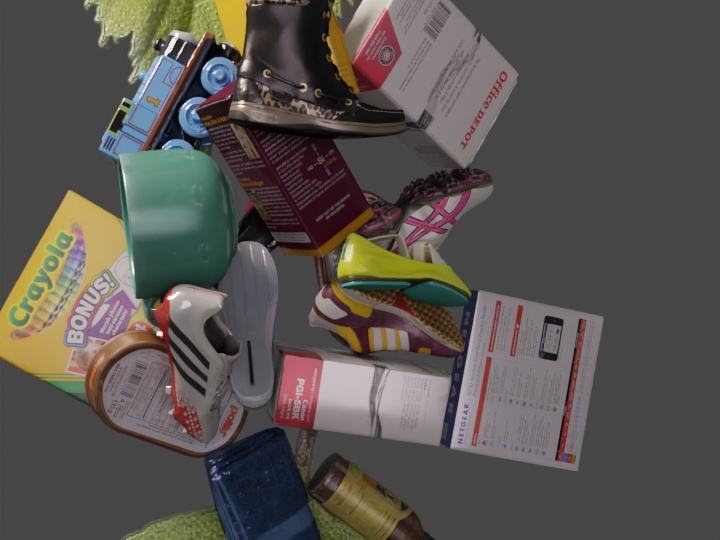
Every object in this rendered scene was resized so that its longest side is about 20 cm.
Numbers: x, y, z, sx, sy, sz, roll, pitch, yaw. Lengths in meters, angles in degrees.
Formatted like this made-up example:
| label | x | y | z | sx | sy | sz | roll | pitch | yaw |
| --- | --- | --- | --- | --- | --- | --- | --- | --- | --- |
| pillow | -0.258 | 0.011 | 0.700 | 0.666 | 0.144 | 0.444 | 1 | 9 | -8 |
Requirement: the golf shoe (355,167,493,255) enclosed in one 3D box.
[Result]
| label | x | y | z | sx | sy | sz | roll | pitch | yaw |
| --- | --- | --- | --- | --- | --- | --- | --- | --- | --- |
| golf shoe | 0.075 | -0.058 | 1.114 | 0.197 | 0.073 | 0.093 | -25 | 115 | -9 |

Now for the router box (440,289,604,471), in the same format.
| label | x | y | z | sx | sy | sz | roll | pitch | yaw |
| --- | --- | --- | --- | --- | --- | --- | --- | --- | --- |
| router box | 0.207 | 0.139 | 1.179 | 0.176 | 0.049 | 0.204 | 12 | 87 | -11 |

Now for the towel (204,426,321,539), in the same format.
| label | x | y | z | sx | sy | sz | roll | pitch | yaw |
| --- | --- | --- | --- | --- | --- | --- | --- | --- | --- |
| towel | -0.108 | 0.295 | 1.087 | 0.110 | 0.048 | 0.204 | -23 | 106 | -26 |

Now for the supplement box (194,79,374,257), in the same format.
| label | x | y | z | sx | sy | sz | roll | pitch | yaw |
| --- | --- | --- | --- | --- | --- | --- | --- | --- | --- |
| supplement box | -0.085 | -0.122 | 1.028 | 0.085 | 0.110 | 0.202 | -38 | 109 | -22 |

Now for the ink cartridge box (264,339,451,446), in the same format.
| label | x | y | z | sx | sy | sz | roll | pitch | yaw |
| --- | --- | --- | --- | --- | --- | --- | --- | --- | --- |
| ink cartridge box | -0.009 | 0.142 | 1.084 | 0.196 | 0.147 | 0.085 | 10 | 89 | -11 |

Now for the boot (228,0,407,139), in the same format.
| label | x | y | z | sx | sy | sz | roll | pitch | yaw |
| --- | --- | --- | --- | --- | --- | --- | --- | --- | --- |
| boot | -0.038 | -0.215 | 0.949 | 0.196 | 0.073 | 0.154 | 2 | 93 | -23 |

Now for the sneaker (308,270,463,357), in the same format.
| label | x | y | z | sx | sy | sz | roll | pitch | yaw |
| --- | --- | --- | --- | --- | --- | --- | --- | --- | --- |
| sneaker | 0.032 | 0.066 | 1.103 | 0.198 | 0.076 | 0.090 | 28 | 121 | -24 |

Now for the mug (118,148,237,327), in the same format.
| label | x | y | z | sx | sy | sz | roll | pitch | yaw |
| --- | --- | --- | --- | --- | --- | --- | --- | --- | --- |
| mug | -0.197 | -0.044 | 1.001 | 0.112 | 0.186 | 0.154 | -8 | 63 | -16 |

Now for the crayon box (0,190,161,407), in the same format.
| label | x | y | z | sx | sy | sz | roll | pitch | yaw |
| --- | --- | --- | --- | --- | --- | --- | --- | --- | --- |
| crayon box | -0.308 | 0.040 | 1.067 | 0.171 | 0.058 | 0.202 | 29 | 84 | -10 |

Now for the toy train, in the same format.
| label | x | y | z | sx | sy | sz | roll | pitch | yaw |
| --- | --- | --- | --- | --- | --- | --- | --- | --- | --- |
| toy train | -0.217 | -0.189 | 1.077 | 0.113 | 0.087 | 0.203 | 27 | 84 | -4 |

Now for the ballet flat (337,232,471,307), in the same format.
| label | x | y | z | sx | sy | sz | roll | pitch | yaw |
| --- | --- | --- | --- | --- | --- | --- | --- | --- | --- |
| ballet flat | 0.055 | -0.004 | 1.049 | 0.198 | 0.066 | 0.068 | 11 | 72 | -40 |

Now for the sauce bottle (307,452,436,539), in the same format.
| label | x | y | z | sx | sy | sz | roll | pitch | yaw |
| --- | --- | --- | --- | --- | --- | --- | --- | --- | --- |
| sauce bottle | 0.027 | 0.306 | 1.133 | 0.199 | 0.065 | 0.065 | 39 | 82 | -11 |

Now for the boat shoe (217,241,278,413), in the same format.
| label | x | y | z | sx | sy | sz | roll | pitch | yaw |
| --- | --- | --- | --- | --- | --- | --- | --- | --- | --- |
| boat shoe | -0.131 | 0.065 | 1.062 | 0.070 | 0.062 | 0.204 | 3 | 63 | -10 |

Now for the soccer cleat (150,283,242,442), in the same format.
| label | x | y | z | sx | sy | sz | roll | pitch | yaw |
| --- | --- | --- | --- | --- | --- | --- | --- | --- | --- |
| soccer cleat | -0.162 | 0.104 | 0.973 | 0.083 | 0.069 | 0.203 | 1 | 121 | 12 |

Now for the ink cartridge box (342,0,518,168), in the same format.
| label | x | y | z | sx | sy | sz | roll | pitch | yaw |
| --- | --- | --- | --- | --- | --- | --- | --- | --- | --- |
| ink cartridge box | 0.075 | -0.239 | 1.104 | 0.199 | 0.084 | 0.146 | 38 | 77 | -28 |

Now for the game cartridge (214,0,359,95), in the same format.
| label | x | y | z | sx | sy | sz | roll | pitch | yaw |
| --- | --- | --- | --- | --- | --- | --- | --- | --- | --- |
| game cartridge | -0.088 | -0.265 | 1.064 | 0.032 | 0.175 | 0.204 | -23 | 96 | -41 |

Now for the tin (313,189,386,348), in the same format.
| label | x | y | z | sx | sy | sz | roll | pitch | yaw |
| --- | --- | --- | --- | --- | --- | --- | --- | --- | --- |
| tin | 0.000 | 0.000 | 1.144 | 0.110 | 0.042 | 0.204 | -10 | 92 | -7 |

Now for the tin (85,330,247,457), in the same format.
| label | x | y | z | sx | sy | sz | roll | pitch | yaw |
| --- | --- | --- | --- | --- | --- | --- | --- | --- | --- |
| tin | -0.217 | 0.145 | 1.051 | 0.198 | 0.042 | 0.113 | 28 | 92 | -35 |

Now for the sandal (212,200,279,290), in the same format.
| label | x | y | z | sx | sy | sz | roll | pitch | yaw |
| --- | --- | --- | --- | --- | --- | --- | --- | --- | --- |
| sandal | -0.113 | -0.057 | 1.115 | 0.075 | 0.045 | 0.201 | 39 | 82 | -9 |
